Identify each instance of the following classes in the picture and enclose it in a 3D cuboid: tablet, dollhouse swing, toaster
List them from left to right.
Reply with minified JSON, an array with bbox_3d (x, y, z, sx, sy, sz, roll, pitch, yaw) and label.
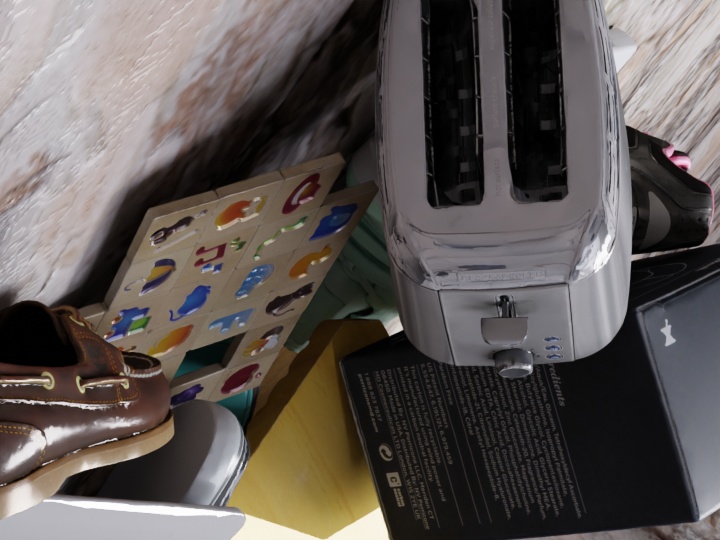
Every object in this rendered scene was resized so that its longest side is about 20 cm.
[{"bbox_3d":[-0.148,0.139,1.042,0.130,0.014,0.200,-43,151,22],"label":"tablet"},{"bbox_3d":[-0.045,0.142,1.303,0.181,0.176,0.200,-13,-146,49],"label":"dollhouse swing"},{"bbox_3d":[0.063,-0.059,1.068,0.129,0.113,0.201,69,20,-75],"label":"toaster"}]

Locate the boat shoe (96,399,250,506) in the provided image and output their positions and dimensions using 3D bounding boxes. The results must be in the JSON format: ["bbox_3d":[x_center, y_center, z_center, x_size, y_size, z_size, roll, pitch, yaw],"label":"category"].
[{"bbox_3d":[-0.103,0.141,1.163,0.200,0.056,0.069,-53,-149,28],"label":"boat shoe"}]

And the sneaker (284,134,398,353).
[{"bbox_3d":[0.000,0.000,1.274,0.118,0.074,0.200,-43,168,0],"label":"sneaker"}]

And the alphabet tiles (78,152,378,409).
[{"bbox_3d":[-0.081,0.020,1.069,0.167,0.008,0.200,-18,154,-35],"label":"alphabet tiles"}]

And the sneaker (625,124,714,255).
[{"bbox_3d":[0.123,-0.055,1.283,0.095,0.200,0.079,-3,115,-18],"label":"sneaker"}]

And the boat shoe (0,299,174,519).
[{"bbox_3d":[-0.125,0.047,0.945,0.200,0.070,0.071,-24,112,-74],"label":"boat shoe"}]

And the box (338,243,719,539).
[{"bbox_3d":[0.118,0.061,1.221,0.200,0.108,0.148,-12,-173,44],"label":"box"}]

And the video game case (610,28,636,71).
[{"bbox_3d":[0.081,-0.064,1.501,0.200,0.023,0.182,-50,169,21],"label":"video game case"}]

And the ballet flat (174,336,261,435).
[{"bbox_3d":[-0.096,0.089,1.250,0.064,0.067,0.201,-101,-160,-51],"label":"ballet flat"}]

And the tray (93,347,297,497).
[{"bbox_3d":[-0.078,0.094,1.419,0.200,0.037,0.099,-43,169,-17],"label":"tray"}]
